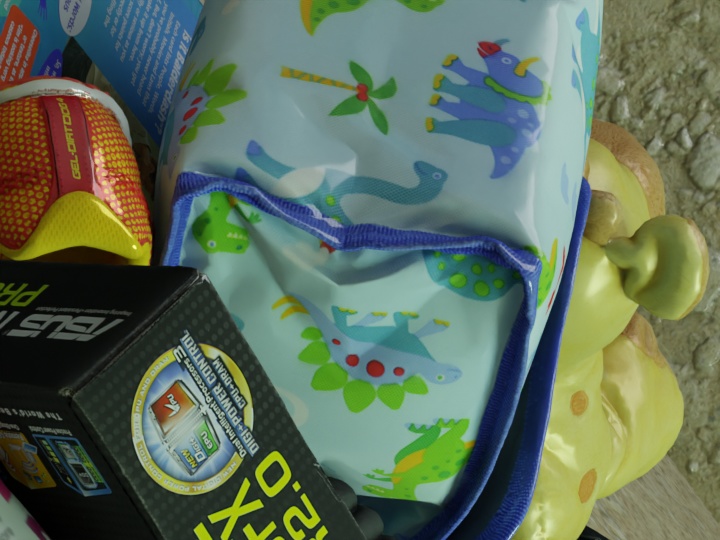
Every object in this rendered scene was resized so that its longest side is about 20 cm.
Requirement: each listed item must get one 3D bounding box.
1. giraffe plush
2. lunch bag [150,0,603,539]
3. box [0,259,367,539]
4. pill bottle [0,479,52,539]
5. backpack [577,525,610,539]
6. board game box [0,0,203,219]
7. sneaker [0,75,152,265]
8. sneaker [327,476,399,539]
[{"bbox_3d":[0.050,0.011,1.034,0.172,0.163,0.200,10,34,-5],"label":"giraffe plush"},{"bbox_3d":[0.000,0.000,0.863,0.127,0.200,0.170,15,45,-1],"label":"lunch bag"},{"bbox_3d":[-0.069,0.073,0.707,0.200,0.044,0.161,3,-52,52],"label":"box"},{"bbox_3d":[-0.108,0.093,0.621,0.200,0.113,0.113,50,8,-6],"label":"pill bottle"},{"bbox_3d":[0.080,0.187,1.109,0.200,0.153,0.176,48,15,-15],"label":"backpack"},{"bbox_3d":[-0.099,-0.048,0.883,0.200,0.045,0.152,55,37,-39],"label":"board game box"},{"bbox_3d":[-0.098,0.039,0.800,0.200,0.073,0.077,101,-18,-45],"label":"sneaker"},{"bbox_3d":[0.001,0.108,0.810,0.099,0.071,0.200,45,-11,8],"label":"sneaker"}]
